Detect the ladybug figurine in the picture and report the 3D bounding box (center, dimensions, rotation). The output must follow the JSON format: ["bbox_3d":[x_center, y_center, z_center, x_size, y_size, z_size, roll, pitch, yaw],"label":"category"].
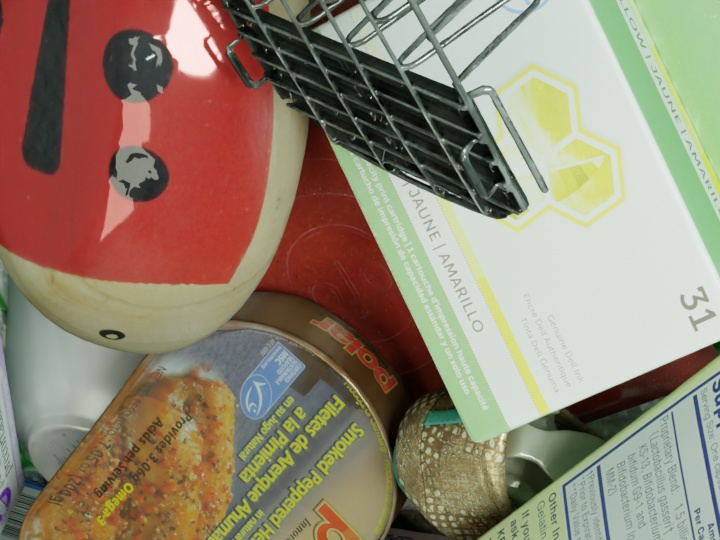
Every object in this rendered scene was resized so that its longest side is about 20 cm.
[{"bbox_3d":[-0.083,-0.065,0.784,0.135,0.072,0.202,18,111,34],"label":"ladybug figurine"}]

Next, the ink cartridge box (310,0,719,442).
[{"bbox_3d":[0.093,-0.050,0.710,0.199,0.048,0.146,-25,90,30],"label":"ink cartridge box"}]

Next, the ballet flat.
[{"bbox_3d":[0.101,0.101,0.824,0.199,0.071,0.065,29,151,-25],"label":"ballet flat"}]

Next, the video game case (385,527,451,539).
[{"bbox_3d":[0.041,0.195,0.956,0.180,0.046,0.201,5,129,21],"label":"video game case"}]

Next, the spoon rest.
[{"bbox_3d":[-0.121,0.027,0.920,0.099,0.061,0.201,-6,134,29],"label":"spoon rest"}]

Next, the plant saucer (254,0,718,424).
[{"bbox_3d":[0.000,0.000,0.849,0.199,0.037,0.201,-22,113,35],"label":"plant saucer"}]

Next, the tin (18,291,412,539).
[{"bbox_3d":[-0.055,0.091,0.877,0.112,0.042,0.200,44,124,4],"label":"tin"}]

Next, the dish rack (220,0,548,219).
[{"bbox_3d":[-0.013,-0.106,0.640,0.153,0.054,0.201,31,157,52],"label":"dish rack"}]

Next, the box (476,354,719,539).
[{"bbox_3d":[0.124,0.143,0.761,0.175,0.097,0.200,29,127,-29],"label":"box"}]

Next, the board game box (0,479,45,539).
[{"bbox_3d":[-0.238,0.137,0.979,0.199,0.153,0.045,15,138,15],"label":"board game box"}]

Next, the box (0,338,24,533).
[{"bbox_3d":[-0.160,0.033,0.866,0.041,0.039,0.201,15,141,11],"label":"box"}]
